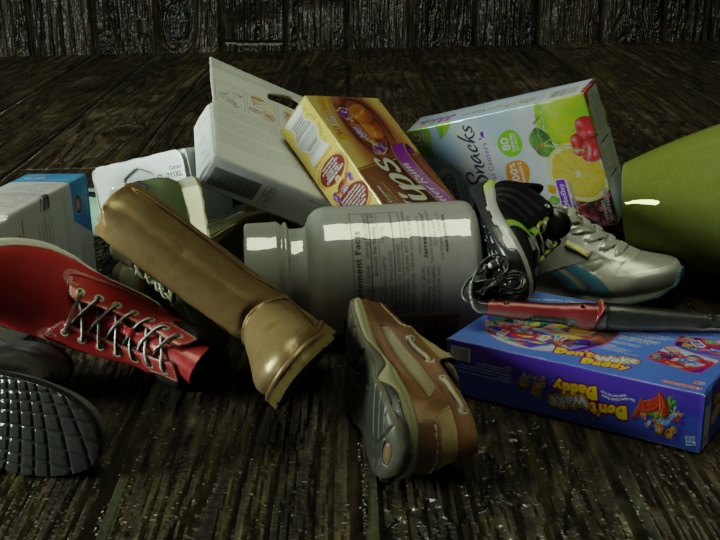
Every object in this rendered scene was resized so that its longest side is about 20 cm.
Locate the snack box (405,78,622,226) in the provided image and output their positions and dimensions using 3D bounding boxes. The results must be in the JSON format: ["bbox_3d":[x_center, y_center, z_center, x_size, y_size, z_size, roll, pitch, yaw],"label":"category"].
[{"bbox_3d":[0.162,-0.106,1.151,0.199,0.143,0.053,-8,21,31],"label":"snack box"}]

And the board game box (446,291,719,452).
[{"bbox_3d":[0.185,0.070,0.850,0.199,0.045,0.134,11,22,33],"label":"board game box"}]

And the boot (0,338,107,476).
[{"bbox_3d":[-0.247,0.085,0.809,0.199,0.070,0.132,11,15,19],"label":"boot"}]

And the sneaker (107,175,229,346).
[{"bbox_3d":[-0.176,-0.008,0.980,0.089,0.067,0.201,0,46,-22],"label":"sneaker"}]

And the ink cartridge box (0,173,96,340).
[{"bbox_3d":[-0.317,-0.012,1.017,0.066,0.116,0.200,3,18,12],"label":"ink cartridge box"}]

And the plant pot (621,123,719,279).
[{"bbox_3d":[0.357,-0.064,1.064,0.199,0.188,0.187,-4,16,19],"label":"plant pot"}]

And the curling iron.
[{"bbox_3d":[0.176,0.025,0.847,0.199,0.050,0.026,10,-12,9],"label":"curling iron"}]

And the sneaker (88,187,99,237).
[{"bbox_3d":[-0.268,-0.088,1.317,0.118,0.074,0.200,5,18,28],"label":"sneaker"}]

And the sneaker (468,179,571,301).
[{"bbox_3d":[0.144,-0.039,0.964,0.082,0.072,0.200,-8,26,3],"label":"sneaker"}]

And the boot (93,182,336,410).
[{"bbox_3d":[-0.116,0.014,0.831,0.200,0.066,0.175,38,0,-1],"label":"boot"}]

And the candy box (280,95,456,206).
[{"bbox_3d":[0.020,-0.087,1.116,0.116,0.057,0.200,-7,53,-47],"label":"candy box"}]

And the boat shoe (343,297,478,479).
[{"bbox_3d":[0.033,0.083,0.792,0.073,0.076,0.200,1,26,-11],"label":"boat shoe"}]

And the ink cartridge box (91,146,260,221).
[{"bbox_3d":[-0.169,-0.089,1.215,0.145,0.083,0.200,-7,5,36],"label":"ink cartridge box"}]

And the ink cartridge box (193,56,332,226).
[{"bbox_3d":[-0.077,-0.123,1.155,0.199,0.044,0.174,20,36,-27],"label":"ink cartridge box"}]

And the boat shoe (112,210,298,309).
[{"bbox_3d":[-0.148,-0.018,1.103,0.063,0.073,0.200,22,36,40],"label":"boat shoe"}]

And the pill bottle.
[{"bbox_3d":[0.000,0.000,0.964,0.199,0.115,0.114,-3,18,-5],"label":"pill bottle"}]

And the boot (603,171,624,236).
[{"bbox_3d":[0.301,-0.077,1.247,0.199,0.077,0.155,-12,22,10],"label":"boot"}]

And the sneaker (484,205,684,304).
[{"bbox_3d":[0.205,-0.016,1.054,0.199,0.081,0.076,7,18,20],"label":"sneaker"}]

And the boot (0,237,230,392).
[{"bbox_3d":[-0.195,0.037,0.839,0.144,0.073,0.200,22,-2,45],"label":"boot"}]
